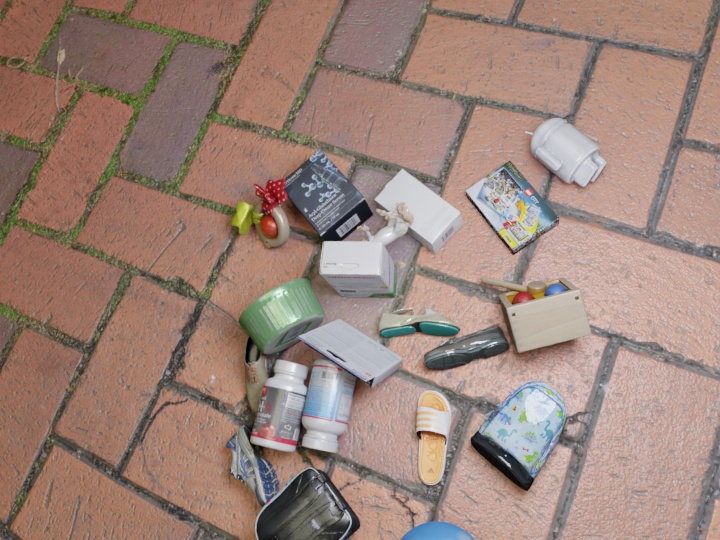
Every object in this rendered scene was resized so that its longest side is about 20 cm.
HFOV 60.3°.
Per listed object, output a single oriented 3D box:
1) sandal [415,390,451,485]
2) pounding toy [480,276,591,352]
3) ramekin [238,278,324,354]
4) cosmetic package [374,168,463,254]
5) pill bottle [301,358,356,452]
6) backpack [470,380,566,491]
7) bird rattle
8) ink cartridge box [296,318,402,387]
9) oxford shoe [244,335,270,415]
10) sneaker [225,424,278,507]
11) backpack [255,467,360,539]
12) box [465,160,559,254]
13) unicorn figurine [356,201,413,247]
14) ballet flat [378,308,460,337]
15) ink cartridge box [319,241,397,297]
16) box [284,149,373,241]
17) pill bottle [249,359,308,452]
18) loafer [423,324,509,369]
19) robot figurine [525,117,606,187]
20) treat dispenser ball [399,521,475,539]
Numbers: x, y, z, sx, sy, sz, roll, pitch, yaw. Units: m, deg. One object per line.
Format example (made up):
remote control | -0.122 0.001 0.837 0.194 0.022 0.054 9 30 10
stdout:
sandal | 0.163 0.373 1.393 0.079 0.059 0.208 -2 71 13
pounding toy | 0.383 0.075 1.382 0.183 0.200 0.143 -15 97 8
ramekin | -0.183 0.116 1.496 0.200 0.200 0.098 -34 74 1
cosmetic package | 0.146 -0.149 1.563 0.113 0.081 0.200 -46 67 -4
pill bottle | -0.076 0.315 1.446 0.108 0.109 0.201 7 74 16
backpack | 0.354 0.335 1.327 0.200 0.154 0.163 -42 60 -16
bird rattle | -0.234 -0.143 1.620 0.200 0.113 0.164 -26 94 43
ink cartridge box | -0.027 0.193 1.432 0.199 0.200 0.041 30 110 21
oxford shoe | -0.263 0.256 1.530 0.070 0.075 0.201 -13 69 10
sneaker | -0.260 0.473 1.467 0.085 0.077 0.201 -35 60 11
backpack | -0.121 0.553 1.354 0.200 0.151 0.178 -40 65 -9
box | 0.373 -0.157 1.530 0.136 0.038 0.200 -34 67 1
unicorn figurine | 0.047 -0.083 1.505 0.199 0.137 0.074 -23 62 21
ballet flat | 0.140 0.120 1.485 0.199 0.069 0.070 -2 71 13
ink cartridge box | 0.000 0.000 1.483 0.144 0.200 0.084 0 73 14
box | -0.090 -0.185 1.618 0.148 0.107 0.200 -40 67 -1
pill bottle | -0.185 0.320 1.470 0.110 0.111 0.201 8 74 16
loafer | 0.241 0.179 1.444 0.199 0.072 0.063 -14 49 2
robot figurine | 0.496 -0.292 1.505 0.169 0.113 0.200 -26 62 -38
treat dispenser ball | 0.156 0.609 1.238 0.200 0.201 0.202 -4 71 12
